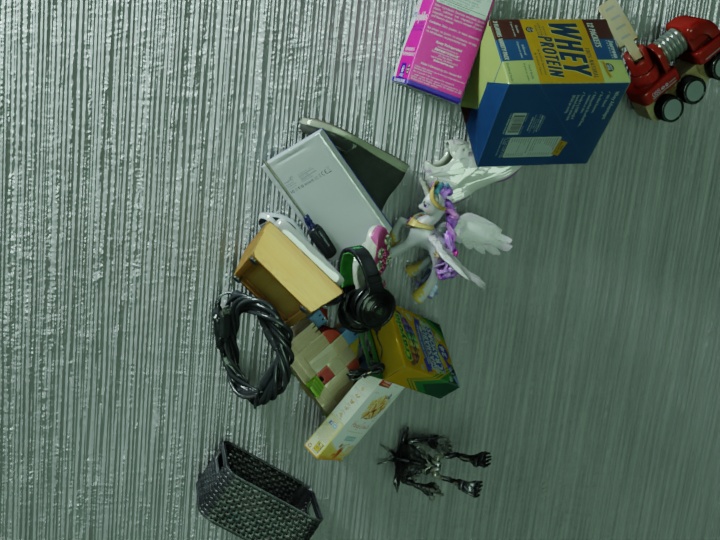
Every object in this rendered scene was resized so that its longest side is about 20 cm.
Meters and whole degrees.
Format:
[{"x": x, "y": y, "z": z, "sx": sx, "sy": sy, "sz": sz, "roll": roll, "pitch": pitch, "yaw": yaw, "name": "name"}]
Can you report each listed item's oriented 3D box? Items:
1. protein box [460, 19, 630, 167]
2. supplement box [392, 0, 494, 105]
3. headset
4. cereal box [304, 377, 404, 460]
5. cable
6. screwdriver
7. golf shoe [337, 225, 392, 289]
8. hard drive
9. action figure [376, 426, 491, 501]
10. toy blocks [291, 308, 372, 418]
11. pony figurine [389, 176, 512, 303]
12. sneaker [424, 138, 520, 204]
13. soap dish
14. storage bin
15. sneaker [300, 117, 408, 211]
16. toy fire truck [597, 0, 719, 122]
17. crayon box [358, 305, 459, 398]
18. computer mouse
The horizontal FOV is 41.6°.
[{"x": 0.288, "y": -0.281, "z": 1.518, "sx": 0.197, "sy": 0.137, "sz": 0.199, "roll": -3, "pitch": 148, "yaw": -12, "name": "protein box"}, {"x": 0.136, "y": -0.382, "z": 1.527, "sx": 0.102, "sy": 0.101, "sz": 0.203, "roll": 17, "pitch": 99, "yaw": -15, "name": "supplement box"}, {"x": -0.003, "y": 0.064, "z": 1.476, "sx": 0.093, "sy": 0.123, "sz": 0.203, "roll": -14, "pitch": 87, "yaw": -22, "name": "headset"}, {"x": 0.000, "y": 0.241, "z": 1.638, "sx": 0.039, "sy": 0.144, "sz": 0.201, "roll": 42, "pitch": 94, "yaw": 22, "name": "cereal box"}, {"x": -0.172, "y": 0.134, "z": 1.566, "sx": 0.051, "sy": 0.161, "sz": 0.203, "roll": -25, "pitch": 117, "yaw": -52, "name": "cable"}, {"x": -0.097, "y": -0.103, "z": 1.552, "sx": 0.029, "sy": 0.028, "sz": 0.201, "roll": -30, "pitch": 111, "yaw": 2, "name": "screwdriver"}, {"x": 0.000, "y": 0.000, "z": 1.569, "sx": 0.090, "sy": 0.076, "sz": 0.202, "roll": 21, "pitch": 136, "yaw": 13, "name": "golf shoe"}, {"x": -0.055, "y": -0.120, "z": 1.555, "sx": 0.131, "sy": 0.025, "sz": 0.201, "roll": -24, "pitch": 112, "yaw": 33, "name": "hard drive"}, {"x": 0.132, "y": 0.353, "z": 1.702, "sx": 0.102, "sy": 0.198, "sz": 0.121, "roll": 33, "pitch": 67, "yaw": -53, "name": "action figure"}, {"x": -0.052, "y": 0.145, "z": 1.632, "sx": 0.136, "sy": 0.100, "sz": 0.201, "roll": -40, "pitch": 109, "yaw": -12, "name": "toy blocks"}, {"x": 0.132, "y": -0.040, "z": 1.575, "sx": 0.192, "sy": 0.167, "sz": 0.200, "roll": 39, "pitch": 129, "yaw": 0, "name": "pony figurine"}, {"x": 0.200, "y": -0.189, "z": 1.603, "sx": 0.198, "sy": 0.075, "sz": 0.101, "roll": -28, "pitch": 109, "yaw": -4, "name": "sneaker"}, {"x": -0.120, "y": 0.011, "z": 1.503, "sx": 0.157, "sy": 0.200, "sz": 0.081, "roll": 44, "pitch": 70, "yaw": -4, "name": "soap dish"}, {"x": -0.176, "y": 0.398, "z": 1.635, "sx": 0.199, "sy": 0.135, "sz": 0.094, "roll": 32, "pitch": 96, "yaw": -18, "name": "storage bin"}, {"x": -0.025, "y": -0.169, "z": 1.559, "sx": 0.198, "sy": 0.075, "sz": 0.107, "roll": 25, "pitch": 98, "yaw": -18, "name": "sneaker"}, {"x": 0.507, "y": -0.383, "z": 1.611, "sx": 0.175, "sy": 0.129, "sz": 0.201, "roll": -38, "pitch": 118, "yaw": -1, "name": "toy fire truck"}, {"x": 0.079, "y": 0.131, "z": 1.585, "sx": 0.051, "sy": 0.127, "sz": 0.199, "roll": -33, "pitch": 146, "yaw": 26, "name": "crayon box"}, {"x": -0.093, "y": -0.026, "z": 1.576, "sx": 0.044, "sy": 0.109, "sz": 0.201, "roll": -41, "pitch": 101, "yaw": -21, "name": "computer mouse"}]
